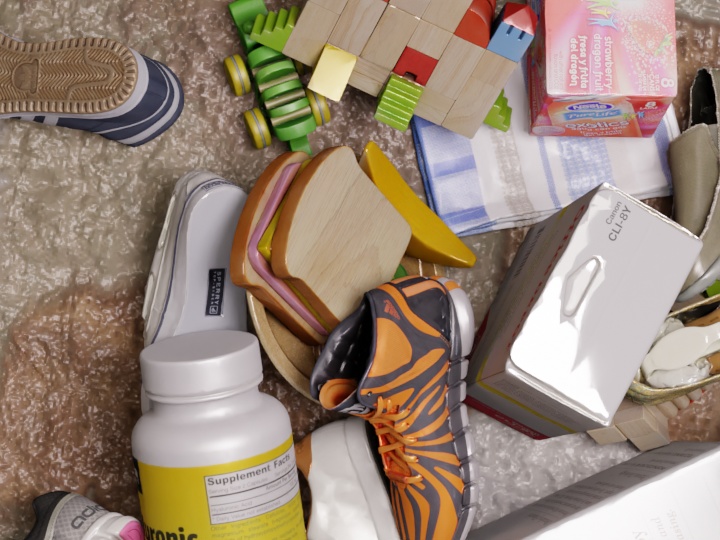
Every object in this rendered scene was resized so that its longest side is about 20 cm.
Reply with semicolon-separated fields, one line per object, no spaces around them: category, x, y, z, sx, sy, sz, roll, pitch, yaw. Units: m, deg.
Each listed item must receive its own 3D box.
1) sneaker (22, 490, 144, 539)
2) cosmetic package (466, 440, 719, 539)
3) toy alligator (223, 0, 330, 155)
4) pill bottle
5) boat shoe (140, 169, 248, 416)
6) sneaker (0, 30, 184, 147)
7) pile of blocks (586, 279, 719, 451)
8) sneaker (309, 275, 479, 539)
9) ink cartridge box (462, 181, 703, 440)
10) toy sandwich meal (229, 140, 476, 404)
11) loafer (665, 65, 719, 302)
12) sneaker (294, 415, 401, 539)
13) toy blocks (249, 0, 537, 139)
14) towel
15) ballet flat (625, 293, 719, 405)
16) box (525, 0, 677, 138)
sneaker;-0.230;0.237;1.407;0.087;0.074;0.200;34;100;26
cosmetic package;0.184;0.232;1.408;0.200;0.166;0.168;-24;89;-7
toy alligator;-0.069;-0.158;1.463;0.059;0.054;0.200;-20;88;-8
pill bottle;-0.097;0.147;1.386;0.111;0.111;0.200;-8;102;-7
boat shoe;-0.123;0.025;1.437;0.071;0.070;0.200;-1;110;-27
sneaker;-0.222;-0.132;1.443;0.200;0.108;0.070;8;87;24
pile of blocks;0.243;0.054;1.491;0.200;0.082;0.062;-45;135;1
sneaker;0.017;0.105;1.364;0.112;0.078;0.200;-7;96;-43
ink cartridge box;0.144;0.034;1.397;0.083;0.200;0.145;29;80;-3
toy sandwich meal;0.000;0.000;1.410;0.205;0.070;0.206;7;79;-40
loafer;0.246;-0.066;1.465;0.070;0.075;0.200;28;58;-12
sneaker;0.002;0.206;1.447;0.085;0.073;0.200;-19;89;15
toy blocks;0.042;-0.183;1.409;0.200;0.137;0.100;24;40;-9
towel;0.137;-0.110;1.500;0.200;0.024;0.147;-12;86;-7
ballet flat;0.266;0.039;1.403;0.200;0.071;0.071;-24;89;11
box;0.171;-0.204;1.455;0.094;0.103;0.200;1;76;-2
